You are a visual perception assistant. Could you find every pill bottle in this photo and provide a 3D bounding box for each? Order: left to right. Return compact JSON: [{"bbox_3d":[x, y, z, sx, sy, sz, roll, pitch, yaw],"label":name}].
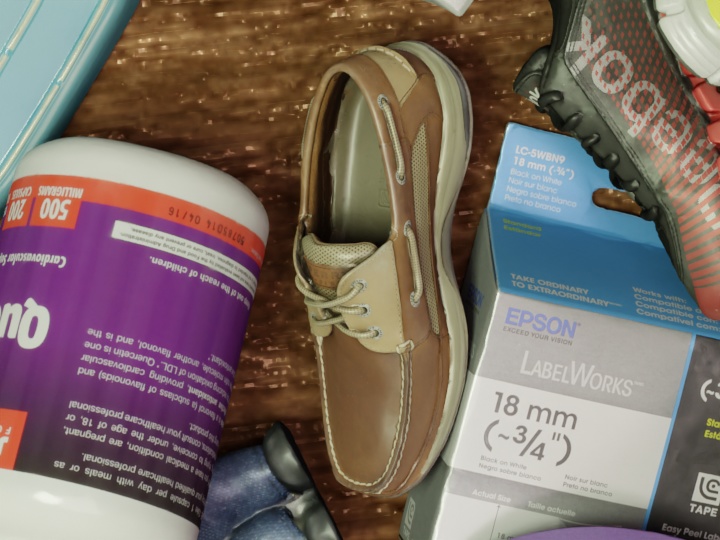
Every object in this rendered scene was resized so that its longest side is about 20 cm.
[{"bbox_3d":[-0.111,0.052,1.185,0.112,0.112,0.200,16,76,-11],"label":"pill bottle"}]

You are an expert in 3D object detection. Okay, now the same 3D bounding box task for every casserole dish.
[{"bbox_3d":[-0.168,-0.105,1.215,0.121,0.039,0.200,30,93,-13],"label":"casserole dish"}]

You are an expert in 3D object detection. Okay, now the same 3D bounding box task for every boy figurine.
[{"bbox_3d":[-0.103,0.148,1.255,0.200,0.064,0.124,-30,92,-1],"label":"boy figurine"}]

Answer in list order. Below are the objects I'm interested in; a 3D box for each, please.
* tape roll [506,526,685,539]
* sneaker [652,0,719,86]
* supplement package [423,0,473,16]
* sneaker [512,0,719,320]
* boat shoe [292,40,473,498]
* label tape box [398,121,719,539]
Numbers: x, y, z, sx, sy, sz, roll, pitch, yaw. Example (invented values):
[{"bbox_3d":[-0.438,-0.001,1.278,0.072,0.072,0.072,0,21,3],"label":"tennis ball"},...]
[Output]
[{"bbox_3d":[0.108,0.207,1.252,0.200,0.066,0.200,4,129,4],"label":"tape roll"},{"bbox_3d":[0.184,-0.176,1.199,0.078,0.090,0.200,24,61,-36],"label":"sneaker"},{"bbox_3d":[-0.016,-0.209,1.181,0.200,0.114,0.110,34,93,-14],"label":"supplement package"},{"bbox_3d":[0.121,-0.067,1.242,0.098,0.071,0.201,-17,89,0],"label":"sneaker"},{"bbox_3d":[0.000,0.000,1.231,0.072,0.076,0.200,-3,94,-52],"label":"boat shoe"},{"bbox_3d":[0.113,0.049,1.273,0.144,0.063,0.200,12,98,-11],"label":"label tape box"}]
